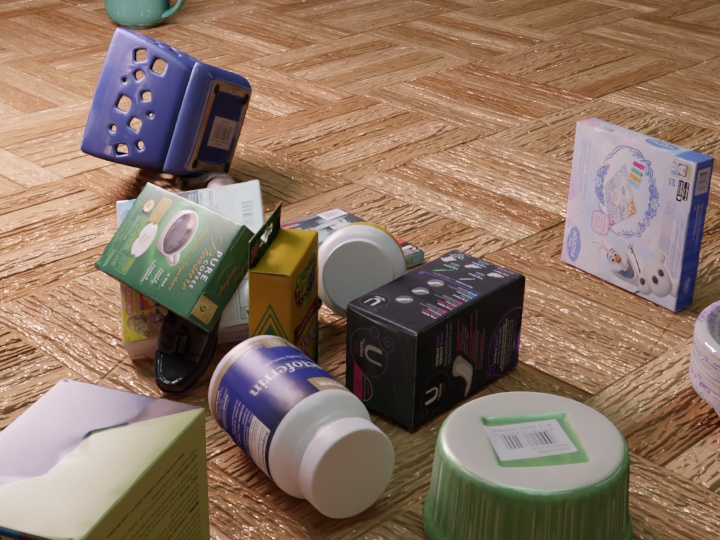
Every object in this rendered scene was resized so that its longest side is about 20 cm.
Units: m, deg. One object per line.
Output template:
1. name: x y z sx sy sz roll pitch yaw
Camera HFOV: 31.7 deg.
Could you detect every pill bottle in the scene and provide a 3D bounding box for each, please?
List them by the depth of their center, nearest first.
1. pill bottle: -0.059 0.154 1.252 0.115 0.117 0.200 -15 29 -30
2. pill bottle: 0.000 0.000 1.517 0.110 0.113 0.200 1 4 2

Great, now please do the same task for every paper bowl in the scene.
1. paper bowl: 0.455 0.114 1.363 0.198 0.105 0.201 1 24 0

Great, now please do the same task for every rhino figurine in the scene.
1. rhino figurine: -0.198 -0.092 1.843 0.087 0.060 0.200 -13 29 -21

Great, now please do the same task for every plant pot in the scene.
1. plant pot: -0.288 -0.242 1.956 0.178 0.202 0.200 19 6 19

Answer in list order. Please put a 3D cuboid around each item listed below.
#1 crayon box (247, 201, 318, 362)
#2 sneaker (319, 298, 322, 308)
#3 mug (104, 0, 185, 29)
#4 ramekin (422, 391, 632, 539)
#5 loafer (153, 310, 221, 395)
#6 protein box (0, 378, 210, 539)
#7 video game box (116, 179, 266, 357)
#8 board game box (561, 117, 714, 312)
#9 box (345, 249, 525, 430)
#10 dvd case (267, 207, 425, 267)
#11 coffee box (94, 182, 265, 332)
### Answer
1. crayon box: -0.083 0.040 1.392 0.050 0.202 0.127 6 25 11
2. sneaker: -0.144 0.021 1.586 0.197 0.074 0.082 2 22 0
3. mug: -0.503 -0.616 2.898 0.151 0.116 0.184 -17 31 -34
4. ramekin: 0.158 0.197 1.181 0.197 0.099 0.200 0 25 0
5. loafer: -0.187 0.041 1.436 0.071 0.063 0.202 15 64 12
6. protein box: -0.219 0.227 0.984 0.133 0.202 0.199 9 26 18
7. video game box: -0.199 -0.003 1.524 0.180 0.047 0.202 -7 60 -2
8. board game box: 0.357 -0.076 1.653 0.043 0.202 0.198 -16 30 -37
9. box: 0.084 0.073 1.419 0.105 0.124 0.199 21 31 36
10. dvd case: -0.027 -0.035 1.771 0.145 0.022 0.199 -18 32 -35
11. coffee box: -0.207 -0.018 1.429 0.199 0.044 0.124 22 76 44
